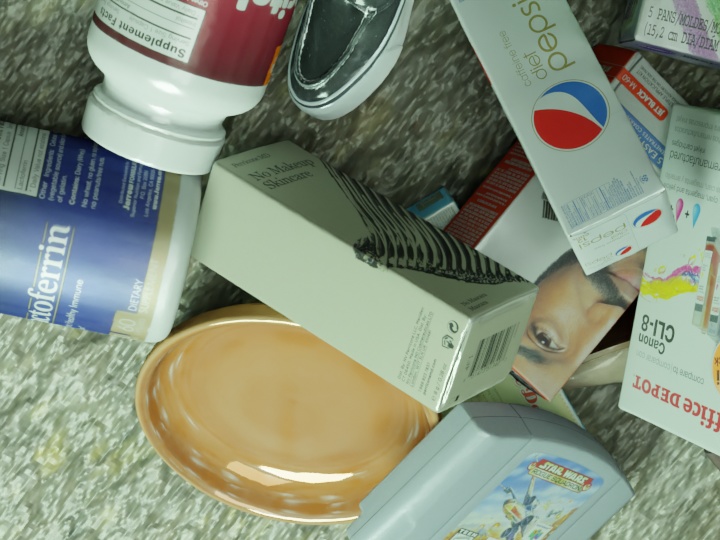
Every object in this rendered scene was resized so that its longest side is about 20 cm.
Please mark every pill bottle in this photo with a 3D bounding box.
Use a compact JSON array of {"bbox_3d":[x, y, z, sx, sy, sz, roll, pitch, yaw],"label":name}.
[{"bbox_3d":[-0.095,-0.165,1.226,0.113,0.113,0.200,17,107,-13],"label":"pill bottle"},{"bbox_3d":[-0.204,-0.029,1.255,0.200,0.116,0.116,11,107,-9],"label":"pill bottle"}]

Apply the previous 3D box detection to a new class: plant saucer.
[{"bbox_3d":[-0.043,0.087,1.323,0.200,0.037,0.200,7,137,6],"label":"plant saucer"}]

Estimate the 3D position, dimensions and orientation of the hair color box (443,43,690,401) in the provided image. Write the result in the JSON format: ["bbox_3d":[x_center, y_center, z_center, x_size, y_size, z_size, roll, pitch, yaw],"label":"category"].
[{"bbox_3d":[0.136,-0.031,1.308,0.111,0.064,0.200,41,87,-21],"label":"hair color box"}]

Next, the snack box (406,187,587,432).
[{"bbox_3d":[0.056,0.059,1.365,0.116,0.037,0.200,-30,111,2],"label":"snack box"}]

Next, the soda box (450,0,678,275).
[{"bbox_3d":[0.117,-0.102,1.236,0.064,0.200,0.068,-26,155,5],"label":"soda box"}]

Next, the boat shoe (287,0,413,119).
[{"bbox_3d":[0.003,-0.187,1.241,0.068,0.072,0.200,14,110,-57],"label":"boat shoe"}]

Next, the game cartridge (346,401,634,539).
[{"bbox_3d":[0.094,0.150,1.348,0.133,0.042,0.200,-43,143,18],"label":"game cartridge"}]

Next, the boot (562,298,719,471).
[{"bbox_3d":[0.230,0.080,1.374,0.200,0.070,0.146,-26,109,-6],"label":"boot"}]

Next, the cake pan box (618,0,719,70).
[{"bbox_3d":[0.268,-0.206,1.267,0.200,0.052,0.184,14,91,-6],"label":"cake pan box"}]

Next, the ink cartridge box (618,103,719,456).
[{"bbox_3d":[0.267,0.012,1.254,0.144,0.145,0.200,4,99,-26],"label":"ink cartridge box"}]

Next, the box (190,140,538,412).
[{"bbox_3d":[0.000,0.000,1.234,0.200,0.082,0.068,31,119,25],"label":"box"}]
